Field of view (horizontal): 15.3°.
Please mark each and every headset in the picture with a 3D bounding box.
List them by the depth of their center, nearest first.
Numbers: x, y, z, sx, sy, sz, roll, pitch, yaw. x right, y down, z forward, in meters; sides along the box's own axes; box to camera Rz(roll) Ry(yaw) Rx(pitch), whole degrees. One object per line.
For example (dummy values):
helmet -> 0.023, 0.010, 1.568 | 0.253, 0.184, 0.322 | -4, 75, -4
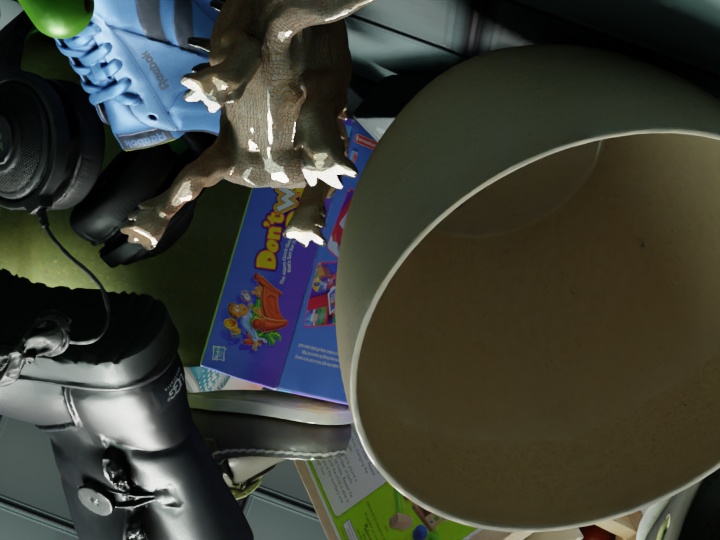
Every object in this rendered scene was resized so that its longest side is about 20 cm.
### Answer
headset -> -0.142, -0.041, 1.311 | 0.123, 0.201, 0.094 | 30, 136, -29

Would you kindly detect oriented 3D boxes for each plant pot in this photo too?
plant pot -> 0.073, -0.014, 1.080 | 0.200, 0.200, 0.135 | 25, -154, -35
plant pot -> -0.103, -0.023, 1.461 | 0.183, 0.202, 0.200 | 6, 169, 15

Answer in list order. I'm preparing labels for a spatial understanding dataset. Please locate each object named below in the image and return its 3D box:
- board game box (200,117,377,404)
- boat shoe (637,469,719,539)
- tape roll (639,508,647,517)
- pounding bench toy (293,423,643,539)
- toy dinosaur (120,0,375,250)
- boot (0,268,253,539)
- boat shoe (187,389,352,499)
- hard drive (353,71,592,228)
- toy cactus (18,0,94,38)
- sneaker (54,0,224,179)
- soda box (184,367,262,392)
board game box -> 0.000, 0.000, 1.365 | 0.045, 0.135, 0.200 | 16, 179, 25
boat shoe -> 0.199, 0.086, 1.281 | 0.072, 0.202, 0.060 | 27, -158, -8
tape roll -> 0.225, 0.110, 1.602 | 0.201, 0.071, 0.202 | -7, 173, -1
pounding bench toy -> 0.056, 0.104, 1.524 | 0.156, 0.124, 0.201 | 27, -149, -53
toy dinosaur -> -0.033, -0.086, 1.123 | 0.085, 0.136, 0.200 | 18, 143, -3
boot -> -0.160, 0.085, 1.379 | 0.199, 0.077, 0.169 | 6, 131, 27
boat shoe -> -0.081, 0.094, 1.449 | 0.201, 0.061, 0.072 | -1, 176, 42
hard drive -> 0.097, -0.014, 1.240 | 0.200, 0.033, 0.139 | 46, 165, -19
toy cactus -> -0.182, -0.165, 1.026 | 0.199, 0.103, 0.165 | 23, -169, -40
sneaker -> -0.106, -0.102, 1.242 | 0.066, 0.079, 0.200 | 17, 170, 40
soda box -> -0.073, 0.023, 1.600 | 0.063, 0.200, 0.069 | 15, 134, 32
